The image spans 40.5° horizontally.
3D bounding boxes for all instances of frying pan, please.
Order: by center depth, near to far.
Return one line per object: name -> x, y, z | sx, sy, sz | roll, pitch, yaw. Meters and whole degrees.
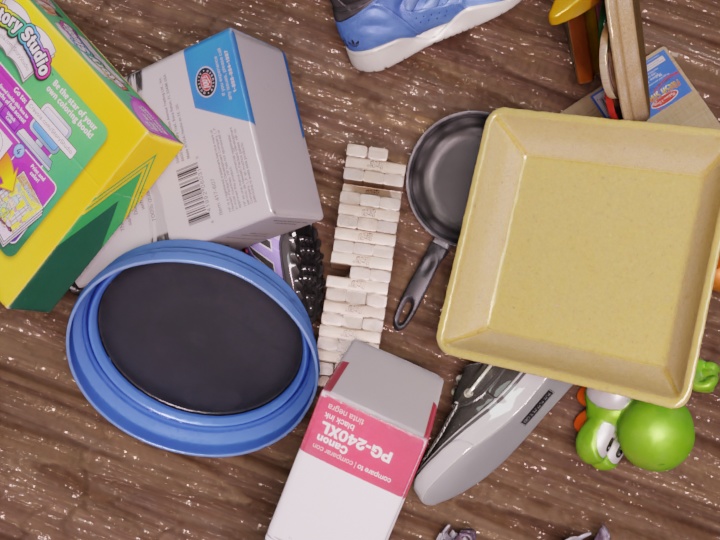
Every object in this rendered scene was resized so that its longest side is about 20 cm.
frying pan -> 0.092, -0.039, 0.836 | 0.113, 0.031, 0.193 | 5, 92, 17

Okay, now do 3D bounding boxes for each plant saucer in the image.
plant saucer -> 0.174, -0.013, 0.750 | 0.198, 0.048, 0.203 | 11, 85, 28

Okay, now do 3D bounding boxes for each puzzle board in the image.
puzzle board -> 0.227, -0.082, 0.854 | 0.199, 0.017, 0.152 | -33, 82, -4

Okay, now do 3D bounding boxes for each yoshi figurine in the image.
yoshi figurine -> 0.250, 0.077, 0.787 | 0.111, 0.112, 0.202 | 27, 88, -4

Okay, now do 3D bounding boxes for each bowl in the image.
bowl -> -0.129, 0.062, 0.767 | 0.197, 0.040, 0.203 | 3, 126, 4

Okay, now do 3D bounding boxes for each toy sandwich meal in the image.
toy sandwich meal -> 0.187, -0.203, 0.783 | 0.069, 0.205, 0.209 | -7, 81, 19

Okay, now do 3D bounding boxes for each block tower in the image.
block tower -> 0.000, 0.000, 0.825 | 0.053, 0.058, 0.203 | 8, 83, 3

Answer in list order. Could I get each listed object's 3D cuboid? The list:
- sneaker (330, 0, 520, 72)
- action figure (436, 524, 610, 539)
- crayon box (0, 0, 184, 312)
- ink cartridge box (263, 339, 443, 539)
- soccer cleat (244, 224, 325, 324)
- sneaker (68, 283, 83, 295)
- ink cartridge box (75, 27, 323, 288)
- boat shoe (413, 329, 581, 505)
sneaker -> 0.063, -0.262, 0.828 | 0.198, 0.112, 0.077 | -26, 39, 1
action figure -> 0.106, 0.258, 0.768 | 0.197, 0.070, 0.131 | -4, 42, -11
crayon box -> -0.259, -0.101, 0.752 | 0.173, 0.058, 0.200 | -47, 72, 10
ink cartridge box -> -0.015, 0.173, 0.728 | 0.082, 0.145, 0.202 | 23, 103, 4
soccer cleat -> -0.084, -0.046, 0.834 | 0.072, 0.068, 0.203 | -17, 84, 19
sneaker -> -0.268, -0.076, 0.830 | 0.090, 0.070, 0.201 | -37, 81, -1
ink cartridge box -> -0.146, -0.082, 0.784 | 0.198, 0.084, 0.148 | -17, 83, 26
boat shoe -> 0.111, 0.107, 0.808 | 0.200, 0.071, 0.064 | -45, 56, 0
